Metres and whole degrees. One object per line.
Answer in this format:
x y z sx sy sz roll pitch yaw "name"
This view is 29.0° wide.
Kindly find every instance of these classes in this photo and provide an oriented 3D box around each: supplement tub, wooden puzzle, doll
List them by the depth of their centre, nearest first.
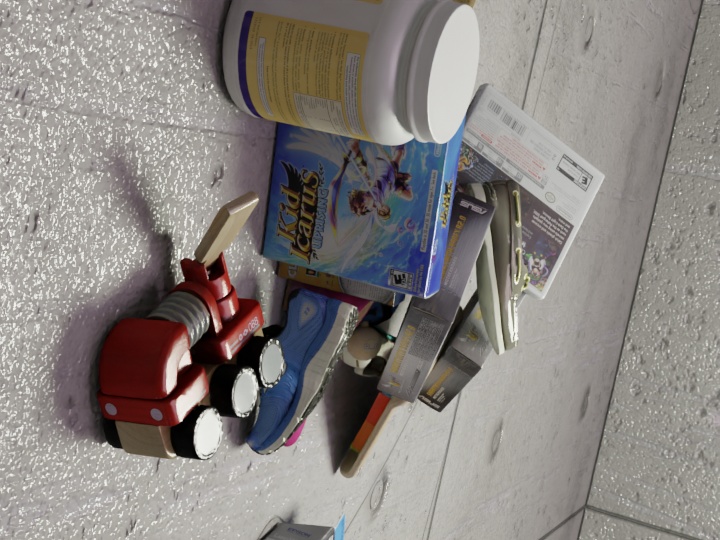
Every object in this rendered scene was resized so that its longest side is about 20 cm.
-0.008 -0.193 1.247 0.145 0.199 0.146 14 90 -69 "supplement tub"
0.000 0.000 1.547 0.136 0.048 0.201 -4 97 -36 "doll"
0.045 0.147 1.736 0.185 0.037 0.200 -56 179 -42 "wooden puzzle"

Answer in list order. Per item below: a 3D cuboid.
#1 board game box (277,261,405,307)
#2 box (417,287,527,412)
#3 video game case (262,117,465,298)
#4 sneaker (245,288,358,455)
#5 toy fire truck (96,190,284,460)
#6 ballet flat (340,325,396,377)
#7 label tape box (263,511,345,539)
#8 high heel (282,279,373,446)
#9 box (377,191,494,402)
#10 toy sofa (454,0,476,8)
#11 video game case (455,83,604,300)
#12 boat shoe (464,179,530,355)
-0.007 -0.077 1.413 0.035 0.135 0.201 -25 127 -64 "board game box"
0.150 0.065 1.737 0.200 0.048 0.159 -55 178 -29 "box"
0.002 -0.091 1.362 0.045 0.180 0.201 -24 125 -62 "video game case"
-0.077 0.101 1.439 0.201 0.089 0.079 -64 172 24 "sneaker"
-0.143 0.040 1.187 0.176 0.128 0.201 -47 133 -51 "toy fire truck"
0.008 0.094 1.661 0.063 0.067 0.200 -65 158 -4 "ballet flat"
-0.087 0.374 1.597 0.200 0.066 0.144 -38 138 -62 "label tape box"
-0.040 0.103 1.496 0.067 0.095 0.201 -15 117 -66 "high heel"
0.081 0.033 1.539 0.200 0.048 0.159 108 5 -59 "box"
0.059 -0.251 1.449 0.098 0.083 0.200 -43 -162 41 "toy sofa"
0.181 -0.094 1.668 0.200 0.023 0.182 35 73 -20 "video game case"
0.165 -0.004 1.606 0.072 0.060 0.203 -151 -128 -76 "boat shoe"
